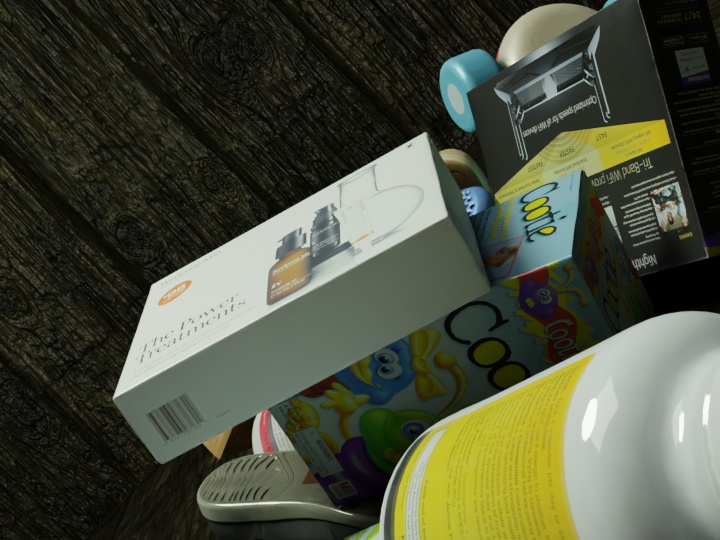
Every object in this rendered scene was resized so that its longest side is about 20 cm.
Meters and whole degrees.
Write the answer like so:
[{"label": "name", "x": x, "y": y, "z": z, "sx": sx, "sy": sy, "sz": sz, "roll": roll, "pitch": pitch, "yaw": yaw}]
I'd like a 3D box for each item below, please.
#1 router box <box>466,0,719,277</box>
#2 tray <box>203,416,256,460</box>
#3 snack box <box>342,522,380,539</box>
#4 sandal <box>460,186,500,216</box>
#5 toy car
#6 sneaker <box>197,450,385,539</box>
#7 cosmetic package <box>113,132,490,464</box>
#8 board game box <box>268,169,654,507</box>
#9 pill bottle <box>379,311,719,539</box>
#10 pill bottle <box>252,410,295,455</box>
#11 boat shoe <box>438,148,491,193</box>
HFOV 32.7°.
[{"label": "router box", "x": 0.153, "y": -0.070, "z": 0.772, "sx": 0.052, "sy": 0.157, "sz": 0.200, "roll": -12, "pitch": -4, "yaw": -25}, {"label": "tray", "x": -0.051, "y": 0.048, "z": 0.925, "sx": 0.099, "sy": 0.037, "sz": 0.200, "roll": -16, "pitch": -43, "yaw": -47}, {"label": "snack box", "x": 0.000, "y": 0.193, "z": 0.538, "sx": 0.200, "sy": 0.068, "sz": 0.169, "roll": -48, "pitch": 6, "yaw": -36}, {"label": "sandal", "x": 0.000, "y": 0.000, "z": 0.794, "sx": 0.200, "sy": 0.087, "sz": 0.080, "roll": -30, "pitch": 30, "yaw": 21}, {"label": "toy car", "x": 0.168, "y": -0.096, "z": 1.000, "sx": 0.184, "sy": 0.177, "sz": 0.200, "roll": -23, "pitch": -23, "yaw": -16}, {"label": "sneaker", "x": -0.001, "y": 0.170, "z": 0.780, "sx": 0.200, "sy": 0.106, "sz": 0.075, "roll": -5, "pitch": 29, "yaw": 33}, {"label": "cosmetic package", "x": -0.033, "y": 0.009, "z": 0.687, "sx": 0.200, "sy": 0.052, "sz": 0.151, "roll": -29, "pitch": 18, "yaw": 9}, {"label": "board game box", "x": 0.056, "y": 0.042, "z": 0.705, "sx": 0.200, "sy": 0.103, "sz": 0.105, "roll": -22, "pitch": 23, "yaw": 24}, {"label": "pill bottle", "x": 0.096, "y": 0.079, "z": 0.414, "sx": 0.112, "sy": 0.112, "sz": 0.200, "roll": -48, "pitch": 6, "yaw": -32}, {"label": "pill bottle", "x": 0.026, "y": 0.089, "z": 0.866, "sx": 0.200, "sy": 0.120, "sz": 0.120, "roll": -43, "pitch": 5, "yaw": 31}, {"label": "boat shoe", "x": 0.090, "y": -0.033, "z": 0.993, "sx": 0.071, "sy": 0.200, "sz": 0.065, "roll": 1, "pitch": 52, "yaw": 20}]
